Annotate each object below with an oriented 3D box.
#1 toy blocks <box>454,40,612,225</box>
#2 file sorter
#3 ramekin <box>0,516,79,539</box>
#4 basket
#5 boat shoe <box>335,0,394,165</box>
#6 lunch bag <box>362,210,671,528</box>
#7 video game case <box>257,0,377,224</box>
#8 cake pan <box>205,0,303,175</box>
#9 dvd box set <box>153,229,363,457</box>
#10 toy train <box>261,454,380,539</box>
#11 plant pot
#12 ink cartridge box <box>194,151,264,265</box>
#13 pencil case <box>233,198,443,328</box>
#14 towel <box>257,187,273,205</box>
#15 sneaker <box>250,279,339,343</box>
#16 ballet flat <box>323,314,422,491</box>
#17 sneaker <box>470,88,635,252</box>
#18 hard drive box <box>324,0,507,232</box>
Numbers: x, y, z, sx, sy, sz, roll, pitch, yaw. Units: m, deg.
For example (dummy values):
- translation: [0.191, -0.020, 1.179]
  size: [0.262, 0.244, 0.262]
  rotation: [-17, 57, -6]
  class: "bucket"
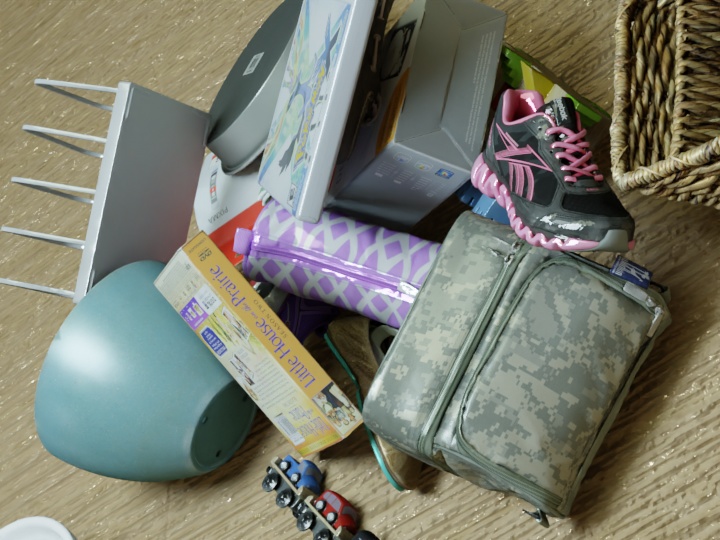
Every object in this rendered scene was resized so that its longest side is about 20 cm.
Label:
- translation: [0.126, -0.104, 1.552]
  size: [0.137, 0.100, 0.200]
  rotation: [-57, 26, 12]
  class: "toy blocks"
- translation: [-0.242, -0.068, 1.692]
  size: [0.124, 0.139, 0.200]
  rotation: [11, 87, 27]
  class: "file sorter"
- translation: [-0.287, 0.330, 1.648]
  size: [0.200, 0.098, 0.201]
  rotation: [-26, 46, 31]
  class: "ramekin"
- translation: [0.274, -0.153, 1.339]
  size: [0.143, 0.149, 0.200]
  rotation: [115, 166, -58]
  class: "basket"
- translation: [0.002, -0.171, 1.540]
  size: [0.067, 0.057, 0.200]
  rotation: [124, 154, -54]
  class: "boat shoe"
- translation: [0.122, 0.072, 1.384]
  size: [0.168, 0.139, 0.200]
  rotation: [25, 82, 23]
  class: "lunch bag"
- translation: [-0.037, -0.151, 1.509]
  size: [0.182, 0.022, 0.200]
  rotation: [-138, 62, -72]
  class: "video game case"
- translation: [-0.088, -0.184, 1.752]
  size: [0.200, 0.037, 0.200]
  rotation: [-50, 19, 24]
  class: "cake pan"
- translation: [-0.086, 0.064, 1.513]
  size: [0.029, 0.200, 0.146]
  rotation: [-41, 0, -18]
  class: "dvd box set"
- translation: [-0.025, 0.205, 1.517]
  size: [0.046, 0.034, 0.200]
  rotation: [-50, 38, 0]
  class: "toy train"
- translation: [-0.171, 0.109, 1.639]
  size: [0.135, 0.200, 0.200]
  rotation: [27, 82, 27]
  class: "plant pot"
- translation: [-0.097, -0.084, 1.751]
  size: [0.162, 0.050, 0.200]
  rotation: [-33, 21, 26]
  class: "ink cartridge box"
- translation: [0.000, 0.000, 1.542]
  size: [0.200, 0.085, 0.084]
  rotation: [16, 110, 21]
  class: "pencil case"
- translation: [-0.025, -0.161, 1.656]
  size: [0.149, 0.031, 0.200]
  rotation: [-42, 24, 52]
  class: "towel"
- translation: [-0.050, 0.014, 1.661]
  size: [0.081, 0.083, 0.200]
  rotation: [-23, 30, 49]
  class: "sneaker"
- translation: [0.028, 0.097, 1.528]
  size: [0.072, 0.068, 0.200]
  rotation: [-32, 37, 5]
  class: "ballet flat"
- translation: [0.144, -0.078, 1.364]
  size: [0.200, 0.079, 0.095]
  rotation: [-133, 51, -56]
  class: "sneaker"
- translation: [0.041, -0.127, 1.580]
  size: [0.200, 0.077, 0.156]
  rotation: [137, 149, -62]
  class: "hard drive box"
